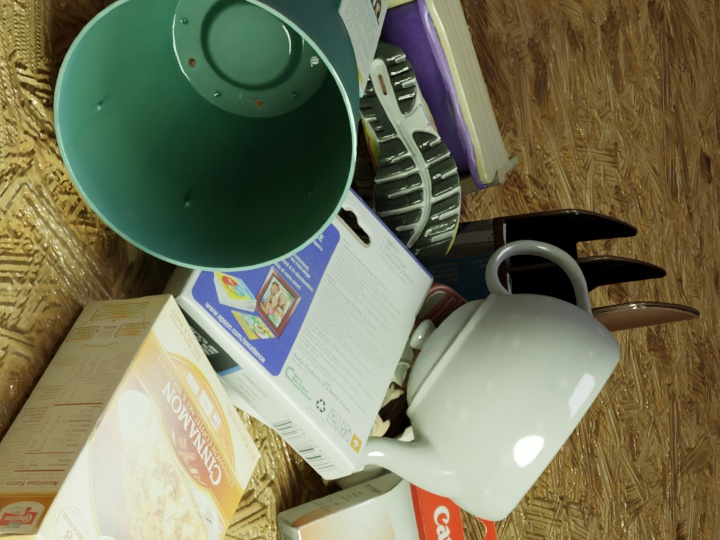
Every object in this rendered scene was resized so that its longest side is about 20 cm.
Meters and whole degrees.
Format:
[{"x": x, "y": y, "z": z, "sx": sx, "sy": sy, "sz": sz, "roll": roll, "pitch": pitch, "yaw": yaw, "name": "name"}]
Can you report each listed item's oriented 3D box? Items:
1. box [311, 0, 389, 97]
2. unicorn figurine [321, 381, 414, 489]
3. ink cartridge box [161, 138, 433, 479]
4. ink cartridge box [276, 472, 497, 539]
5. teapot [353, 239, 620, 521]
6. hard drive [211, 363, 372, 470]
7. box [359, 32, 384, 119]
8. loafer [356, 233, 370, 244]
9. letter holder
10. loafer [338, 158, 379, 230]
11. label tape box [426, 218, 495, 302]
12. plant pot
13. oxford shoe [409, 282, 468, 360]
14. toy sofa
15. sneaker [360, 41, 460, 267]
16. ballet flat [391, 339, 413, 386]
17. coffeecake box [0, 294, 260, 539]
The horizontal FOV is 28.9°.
[{"x": -0.012, "y": -0.242, "z": 1.188, "sx": 0.083, "sy": 0.049, "sz": 0.201, "roll": 68, "pitch": 26, "yaw": -45, "name": "box"}, {"x": 0.027, "y": 0.173, "z": 1.227, "sx": 0.199, "sy": 0.074, "sz": 0.138, "roll": 30, "pitch": 100, "yaw": -44, "name": "unicorn figurine"}, {"x": -0.044, "y": 0.018, "z": 1.065, "sx": 0.198, "sy": 0.047, "sz": 0.201, "roll": 46, "pitch": 43, "yaw": -23, "name": "ink cartridge box"}, {"x": 0.039, "y": 0.251, "z": 1.160, "sx": 0.198, "sy": 0.050, "sz": 0.164, "roll": -16, "pitch": 103, "yaw": -22, "name": "ink cartridge box"}, {"x": 0.106, "y": 0.087, "z": 1.121, "sx": 0.198, "sy": 0.146, "sz": 0.200, "roll": -56, "pitch": 171, "yaw": 18, "name": "teapot"}, {"x": -0.061, "y": 0.055, "z": 1.083, "sx": 0.199, "sy": 0.026, "sz": 0.133, "roll": 36, "pitch": 50, "yaw": -34, "name": "hard drive"}, {"x": -0.004, "y": -0.235, "z": 1.322, "sx": 0.200, "sy": 0.041, "sz": 0.158, "roll": -44, "pitch": 123, "yaw": -59, "name": "box"}, {"x": 0.000, "y": 0.000, "z": 1.249, "sx": 0.200, "sy": 0.067, "sz": 0.077, "roll": 7, "pitch": 82, "yaw": -80, "name": "loafer"}, {"x": 0.228, "y": 0.001, "z": 1.299, "sx": 0.199, "sy": 0.141, "sz": 0.102, "roll": 9, "pitch": 75, "yaw": -62, "name": "letter holder"}, {"x": 0.017, "y": -0.068, "z": 1.299, "sx": 0.200, "sy": 0.062, "sz": 0.073, "roll": 17, "pitch": 69, "yaw": -62, "name": "loafer"}, {"x": 0.109, "y": 0.005, "z": 1.378, "sx": 0.200, "sy": 0.143, "sz": 0.064, "roll": -40, "pitch": 120, "yaw": -60, "name": "label tape box"}, {"x": -0.090, "y": -0.126, "z": 0.959, "sx": 0.161, "sy": 0.198, "sz": 0.202, "roll": -76, "pitch": 149, "yaw": -58, "name": "plant pot"}, {"x": 0.071, "y": 0.071, "z": 1.239, "sx": 0.071, "sy": 0.074, "sz": 0.201, "roll": -39, "pitch": 139, "yaw": -12, "name": "oxford shoe"}, {"x": 0.072, "y": -0.169, "z": 1.304, "sx": 0.098, "sy": 0.082, "sz": 0.202, "roll": -39, "pitch": 113, "yaw": -60, "name": "toy sofa"}, {"x": 0.045, "y": -0.100, "z": 1.247, "sx": 0.090, "sy": 0.077, "sz": 0.202, "roll": 49, "pitch": 28, "yaw": -78, "name": "sneaker"}, {"x": -0.003, "y": 0.091, "z": 1.210, "sx": 0.199, "sy": 0.069, "sz": 0.070, "roll": -1, "pitch": 85, "yaw": -59, "name": "ballet flat"}, {"x": -0.154, "y": 0.141, "z": 0.888, "sx": 0.154, "sy": 0.072, "sz": 0.201, "roll": 66, "pitch": 32, "yaw": -34, "name": "coffeecake box"}]
